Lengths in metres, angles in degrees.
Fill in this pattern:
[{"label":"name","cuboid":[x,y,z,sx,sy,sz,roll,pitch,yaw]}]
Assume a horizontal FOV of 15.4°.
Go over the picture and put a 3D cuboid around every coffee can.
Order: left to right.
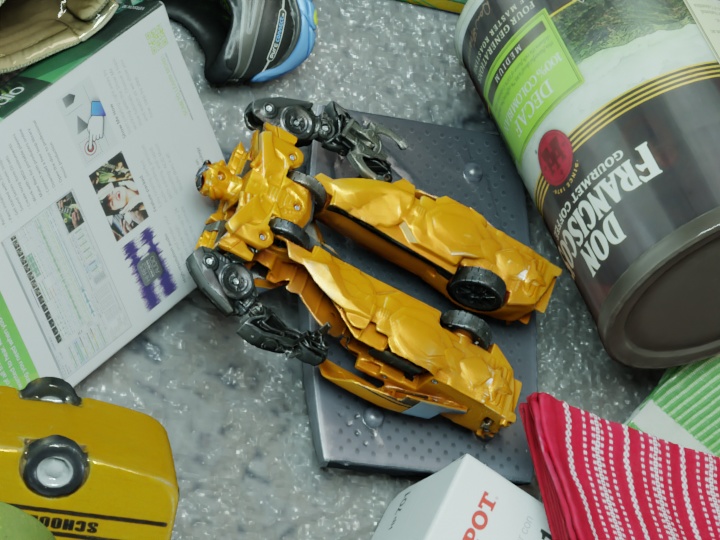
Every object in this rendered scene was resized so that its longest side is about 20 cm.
[{"label":"coffee can","cuboid":[0.154,-0.070,1.412,0.146,0.147,0.201,-9,58,-28]}]

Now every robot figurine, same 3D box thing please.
[{"label":"robot figurine","cuboid":[0.000,0.000,1.362,0.199,0.058,0.146,28,60,-14]}]

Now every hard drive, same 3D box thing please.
[{"label":"hard drive","cuboid":[0.027,0.017,1.428,0.134,0.042,0.201,8,67,-23]}]

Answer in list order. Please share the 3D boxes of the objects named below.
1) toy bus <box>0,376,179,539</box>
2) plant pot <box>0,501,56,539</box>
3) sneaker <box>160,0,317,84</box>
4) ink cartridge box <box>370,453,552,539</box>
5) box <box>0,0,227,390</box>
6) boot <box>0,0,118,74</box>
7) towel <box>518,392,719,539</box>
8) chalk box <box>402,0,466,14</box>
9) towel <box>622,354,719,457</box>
[{"label":"toy bus","cuboid":[-0.188,0.094,1.258,0.199,0.079,0.065,7,26,-14]},{"label":"plant pot","cuboid":[-0.194,0.205,1.176,0.199,0.200,0.191,12,54,-21]},{"label":"sneaker","cuboid":[-0.098,-0.189,1.435,0.082,0.071,0.200,-26,83,-32]},{"label":"ink cartridge box","cuboid":[0.087,0.212,1.353,0.200,0.086,0.147,35,59,-12]},{"label":"box","cuboid":[-0.151,-0.024,1.324,0.200,0.036,0.145,-40,123,-33]},{"label":"boot","cuboid":[-0.164,-0.186,1.349,0.200,0.072,0.154,-41,50,-20]},{"label":"towel","cuboid":[0.168,0.143,1.361,0.199,0.022,0.145,19,44,-36]},{"label":"chalk box","cuboid":[0.093,-0.219,1.508,0.199,0.124,0.124,10,65,-20]},{"label":"towel","cuboid":[0.257,0.061,1.460,0.152,0.023,0.200,40,101,-5]}]
